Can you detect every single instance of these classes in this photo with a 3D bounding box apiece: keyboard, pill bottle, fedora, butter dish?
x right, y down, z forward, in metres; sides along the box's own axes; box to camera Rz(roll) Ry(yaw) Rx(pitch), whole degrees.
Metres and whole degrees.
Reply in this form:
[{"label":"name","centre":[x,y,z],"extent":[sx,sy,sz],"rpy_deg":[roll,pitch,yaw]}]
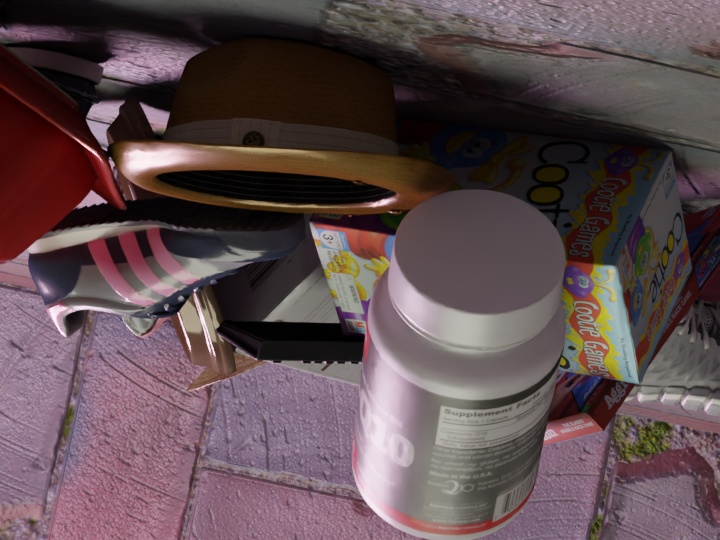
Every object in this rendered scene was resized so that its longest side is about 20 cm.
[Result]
[{"label":"keyboard","centre":[0.020,0.052,1.538],"extent":[0.200,0.021,0.127],"rpy_deg":[1,-172,-28]},{"label":"pill bottle","centre":[0.057,0.055,1.394],"extent":[0.114,0.114,0.200],"rpy_deg":[11,137,5]},{"label":"fedora","centre":[-0.044,-0.083,1.375],"extent":[0.200,0.082,0.201],"rpy_deg":[5,172,1]},{"label":"butter dish","centre":[-0.253,-0.066,1.415],"extent":[0.200,0.148,0.199],"rpy_deg":[37,172,4]}]

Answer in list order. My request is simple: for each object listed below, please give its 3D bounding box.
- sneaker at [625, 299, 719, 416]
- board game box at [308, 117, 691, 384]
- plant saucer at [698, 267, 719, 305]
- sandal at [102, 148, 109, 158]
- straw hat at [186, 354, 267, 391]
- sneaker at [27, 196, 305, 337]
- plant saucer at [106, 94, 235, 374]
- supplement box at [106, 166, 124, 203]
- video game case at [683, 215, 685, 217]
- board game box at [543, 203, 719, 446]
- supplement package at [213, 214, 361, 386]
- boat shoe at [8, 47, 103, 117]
[{"label":"sneaker","centre":[0.235,0.038,1.646],"extent":[0.199,0.075,0.116],"rpy_deg":[-1,136,-6]},{"label":"board game box","centre":[0.087,-0.016,1.475],"extent":[0.200,0.105,0.103],"rpy_deg":[9,138,25]},{"label":"plant saucer","centre":[0.254,0.014,1.798],"extent":[0.200,0.051,0.201],"rpy_deg":[10,178,0]},{"label":"sandal","centre":[-0.245,-0.089,1.714],"extent":[0.075,0.048,0.200],"rpy_deg":[25,175,-40]},{"label":"straw hat","centre":[-0.060,0.015,1.877],"extent":[0.201,0.085,0.201],"rpy_deg":[-23,-177,1]},{"label":"sneaker","centre":[-0.117,-0.001,1.509],"extent":[0.200,0.082,0.070],"rpy_deg":[-3,-162,30]},{"label":"plant saucer","centre":[-0.131,-0.021,1.632],"extent":[0.029,0.200,0.200],"rpy_deg":[-19,177,-7]},{"label":"supplement box","centre":[-0.138,-0.055,1.895],"extent":[0.109,0.061,0.200],"rpy_deg":[11,175,-10]},{"label":"video game case","centre":[0.121,0.010,1.647],"extent":[0.200,0.023,0.182],"rpy_deg":[18,128,-43]},{"label":"board game box","centre":[0.167,0.035,1.529],"extent":[0.019,0.200,0.103],"rpy_deg":[47,148,-13]},{"label":"supplement package","centre":[0.000,0.000,1.688],"extent":[0.200,0.117,0.117],"rpy_deg":[17,128,-44]},{"label":"boat shoe","centre":[-0.235,-0.108,1.590],"extent":[0.075,0.062,0.200],"rpy_deg":[18,171,-40]}]
